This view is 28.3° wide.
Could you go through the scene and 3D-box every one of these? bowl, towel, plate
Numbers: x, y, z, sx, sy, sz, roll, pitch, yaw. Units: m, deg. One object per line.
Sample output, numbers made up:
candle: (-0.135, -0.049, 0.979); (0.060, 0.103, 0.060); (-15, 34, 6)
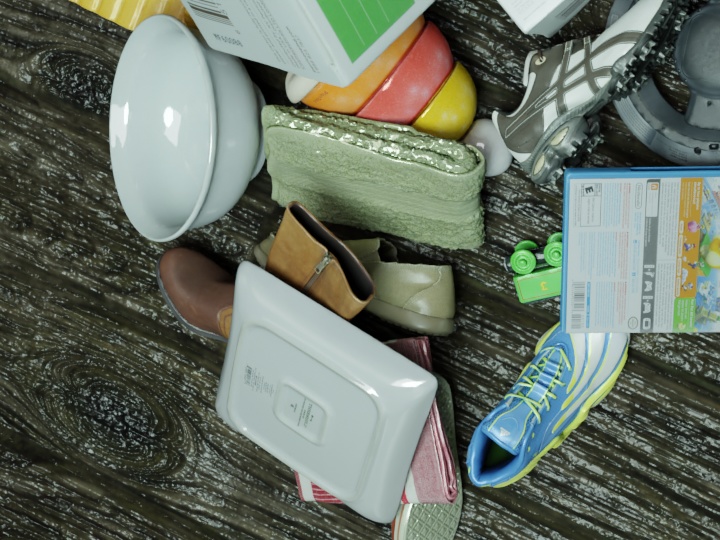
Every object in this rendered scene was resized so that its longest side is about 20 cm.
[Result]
bowl: (-0.143, -0.126, 1.274); (0.201, 0.090, 0.201); (8, 99, 56)
towel: (0.011, -0.077, 1.234); (0.200, 0.148, 0.037); (13, 62, 12)
plate: (-0.042, 0.113, 1.214); (0.200, 0.032, 0.200); (32, 137, 17)
towel: (0.001, 0.137, 1.273); (0.200, 0.023, 0.144); (-10, 91, 48)

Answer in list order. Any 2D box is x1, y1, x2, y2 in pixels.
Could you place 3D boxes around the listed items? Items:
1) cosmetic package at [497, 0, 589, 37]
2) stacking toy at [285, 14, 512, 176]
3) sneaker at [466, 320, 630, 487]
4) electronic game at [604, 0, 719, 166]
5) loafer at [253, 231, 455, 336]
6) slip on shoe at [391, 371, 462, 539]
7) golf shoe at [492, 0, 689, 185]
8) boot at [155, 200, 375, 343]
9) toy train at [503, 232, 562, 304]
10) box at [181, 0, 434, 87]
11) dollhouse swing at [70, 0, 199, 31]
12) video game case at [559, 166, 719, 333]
cosmetic package: (0.113, -0.294, 1.180); (0.081, 0.113, 0.200); (-41, 83, 18)
stacking toy: (0.049, -0.149, 1.231); (0.200, 0.146, 0.146); (39, 108, -11)
sneaker: (0.159, 0.115, 1.225); (0.076, 0.105, 0.200); (36, 107, 10)
electronic game: (0.297, -0.181, 1.173); (0.200, 0.042, 0.200); (4, 99, 25)
loafer: (0.000, 0.000, 1.278); (0.200, 0.076, 0.067); (20, 91, 18)
slip on shoe: (0.048, 0.184, 1.298); (0.061, 0.074, 0.200); (14, 111, 50)
golf shoe: (0.182, -0.167, 1.165); (0.094, 0.078, 0.200); (45, 111, 18)
boot: (-0.089, 0.008, 1.228); (0.188, 0.068, 0.200); (50, 146, 14)
toy train: (0.222, -0.014, 1.223); (0.200, 0.042, 0.056); (-13, 104, 18)
box: (-0.054, -0.280, 1.097); (0.171, 0.199, 0.200); (-47, 40, -17)
dollhouse swing: (-0.216, -0.303, 1.247); (0.200, 0.176, 0.182); (27, 104, 11)
video game case: (0.267, -0.016, 1.176); (0.200, 0.018, 0.143); (0, 112, 3)
